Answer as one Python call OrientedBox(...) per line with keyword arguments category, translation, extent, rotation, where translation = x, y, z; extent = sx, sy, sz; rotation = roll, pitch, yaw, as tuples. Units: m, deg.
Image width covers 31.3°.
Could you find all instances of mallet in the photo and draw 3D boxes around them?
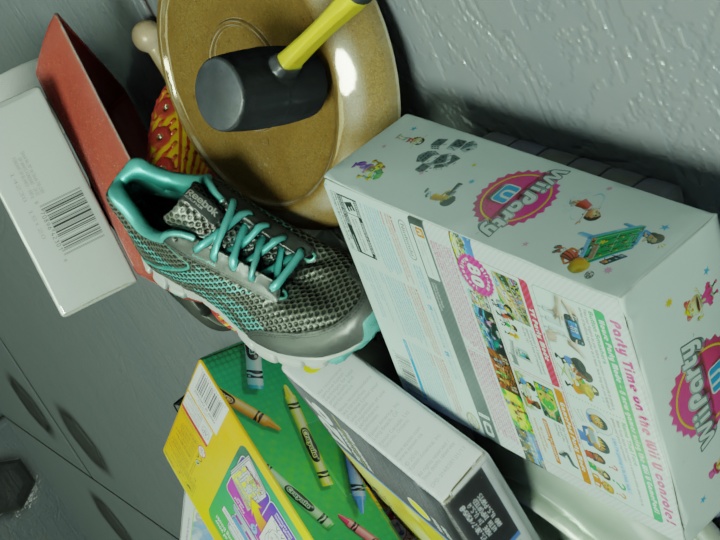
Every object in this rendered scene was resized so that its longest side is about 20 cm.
OrientedBox(category="mallet", translation=(-0.012, -0.123, 0.594), extent=(0.200, 0.066, 0.041), rotation=(-38, 75, 52))

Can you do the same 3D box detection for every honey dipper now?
OrientedBox(category="honey dipper", translation=(-0.102, -0.090, 0.914), extent=(0.201, 0.038, 0.038), rotation=(60, 156, -7))

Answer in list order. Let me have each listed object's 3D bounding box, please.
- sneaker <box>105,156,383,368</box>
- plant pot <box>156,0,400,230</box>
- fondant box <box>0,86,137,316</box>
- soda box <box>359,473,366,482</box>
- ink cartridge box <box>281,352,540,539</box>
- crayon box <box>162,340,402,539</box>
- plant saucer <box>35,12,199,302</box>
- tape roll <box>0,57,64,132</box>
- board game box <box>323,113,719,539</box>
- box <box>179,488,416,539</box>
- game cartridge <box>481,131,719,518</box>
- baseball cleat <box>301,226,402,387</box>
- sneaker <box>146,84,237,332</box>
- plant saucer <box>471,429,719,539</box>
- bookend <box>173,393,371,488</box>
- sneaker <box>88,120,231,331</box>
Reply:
OrientedBox(category="sneaker", translation=(-0.073, -0.009, 0.730), extent=(0.199, 0.078, 0.091), rotation=(20, 160, 34))
OrientedBox(category="plant pot", translation=(-0.057, -0.113, 0.729), extent=(0.200, 0.027, 0.201), rotation=(28, 131, 37))
OrientedBox(category="fondant box", translation=(-0.220, -0.045, 0.926), extent=(0.145, 0.058, 0.200), rotation=(64, 169, -5))
OrientedBox(category="soda box", translation=(-0.031, 0.084, 0.957), extent=(0.068, 0.064, 0.201), rotation=(3, 142, 8))
OrientedBox(category="ink cartridge box", translation=(0.029, 0.121, 0.773), extent=(0.200, 0.047, 0.198), rotation=(32, 163, 43))
OrientedBox(category="crayon box", translation=(-0.050, 0.159, 0.851), extent=(0.200, 0.058, 0.119), rotation=(54, 142, 23))
OrientedBox(category="plant saucer", translation=(-0.164, -0.064, 0.927), extent=(0.201, 0.037, 0.200), rotation=(63, 179, 8))
OrientedBox(category="tape roll", translation=(-0.315, -0.106, 1.073), extent=(0.037, 0.203, 0.203), rotation=(53, 157, -1))
OrientedBox(category="board game box", translation=(0.083, 0.022, 0.608), extent=(0.200, 0.064, 0.148), rotation=(27, 147, 48))
OrientedBox(category="box", translation=(-0.023, 0.211, 0.955), extent=(0.199, 0.102, 0.112), rotation=(1, 169, 24))
OrientedBox(category="game cartridge", translation=(0.126, 0.031, 0.659), extent=(0.129, 0.038, 0.201), rotation=(30, 148, 50))
OrientedBox(category="baseball cleat", translation=(0.000, 0.000, 0.802), extent=(0.201, 0.070, 0.106), rotation=(57, 157, -13))
OrientedBox(category="sneaker", translation=(-0.091, -0.043, 0.867), extent=(0.077, 0.073, 0.201), rotation=(27, -136, -68))
OrientedBox(category="plant saucer", translation=(0.130, 0.144, 0.744), extent=(0.200, 0.050, 0.200), rotation=(39, 164, 13))
OrientedBox(category="bookend", translation=(-0.039, 0.178, 1.101), extent=(0.200, 0.092, 0.199), rotation=(3, 127, 60))
OrientedBox(category="sneaker", translation=(-0.168, -0.031, 1.065), extent=(0.201, 0.075, 0.079), rotation=(57, 159, -10))
